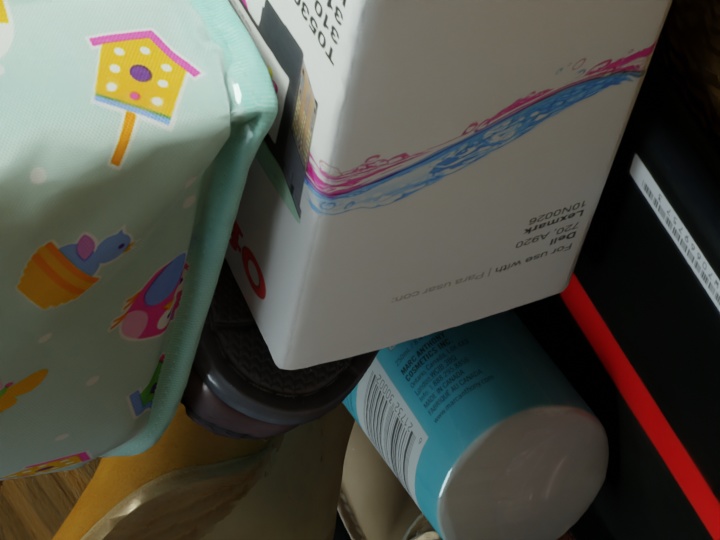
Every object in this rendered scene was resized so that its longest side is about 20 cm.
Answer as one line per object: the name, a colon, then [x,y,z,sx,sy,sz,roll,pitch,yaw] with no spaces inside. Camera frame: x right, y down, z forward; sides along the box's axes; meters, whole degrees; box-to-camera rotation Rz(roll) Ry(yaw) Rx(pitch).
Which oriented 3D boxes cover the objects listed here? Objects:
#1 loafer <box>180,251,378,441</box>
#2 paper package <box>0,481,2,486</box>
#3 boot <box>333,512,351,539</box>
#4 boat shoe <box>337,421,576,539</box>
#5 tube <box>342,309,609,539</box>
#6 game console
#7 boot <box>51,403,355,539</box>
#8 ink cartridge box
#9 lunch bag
loafer: [-0.026,-0.036,0.776,0.063,0.072,0.201,-41,36,47]
paper package: [-0.119,-0.059,0.884,0.191,0.103,0.201,-76,6,-46]
boot: [0.024,0.171,0.930,0.165,0.065,0.200,60,-174,-22]
boat shoe: [0.039,0.093,0.848,0.200,0.064,0.072,44,117,42]
tube: [0.000,0.000,0.803,0.078,0.050,0.200,-61,40,22]
game console: [0.081,0.029,0.729,0.201,0.031,0.177,59,159,26]
boot: [-0.055,0.036,0.894,0.144,0.201,0.071,39,169,51]
ink cartridge box: [0.001,-0.092,0.651,0.200,0.084,0.145,105,144,-57]
lunch bag: [-0.128,-0.004,0.674,0.122,0.169,0.200,65,153,25]
